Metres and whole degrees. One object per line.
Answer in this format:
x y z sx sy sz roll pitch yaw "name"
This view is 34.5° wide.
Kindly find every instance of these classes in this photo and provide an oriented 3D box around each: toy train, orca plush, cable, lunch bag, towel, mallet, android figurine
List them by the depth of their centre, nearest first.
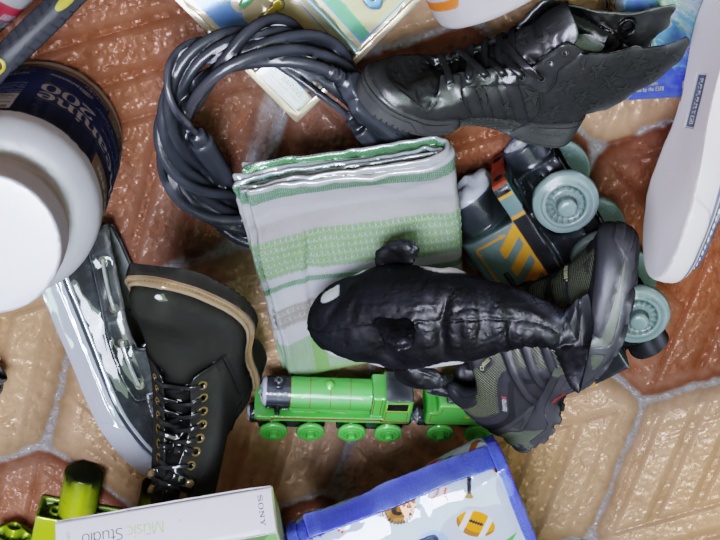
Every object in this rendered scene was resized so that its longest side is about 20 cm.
-0.164 -0.188 0.695 0.199 0.041 0.066 -39 110 -10 "mallet"
0.045 0.048 0.747 0.198 0.071 0.106 17 118 21 "orca plush"
-0.057 -0.085 0.781 0.199 0.051 0.163 31 125 -34 "cable"
0.000 0.000 0.811 0.147 0.031 0.201 -7 134 2 "towel"
0.143 -0.003 0.839 0.113 0.085 0.201 -30 112 18 "toy train"
0.048 0.212 0.858 0.168 0.125 0.201 -22 140 1 "lunch bag"
0.013 0.102 0.880 0.197 0.042 0.057 2 140 -7 "toy train"
-0.208 0.252 0.930 0.180 0.041 0.202 13 109 -11 "android figurine"

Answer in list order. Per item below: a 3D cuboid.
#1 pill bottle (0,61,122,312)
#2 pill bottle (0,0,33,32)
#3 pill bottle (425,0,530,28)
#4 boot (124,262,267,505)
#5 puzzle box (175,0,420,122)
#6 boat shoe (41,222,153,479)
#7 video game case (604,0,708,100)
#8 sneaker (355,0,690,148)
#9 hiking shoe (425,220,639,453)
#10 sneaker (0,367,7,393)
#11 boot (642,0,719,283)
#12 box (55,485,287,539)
-0.210 -0.053 0.715 0.109 0.200 0.112 -2 113 -5 "pill bottle"
-0.304 -0.150 0.715 0.199 0.111 0.111 -39 111 11 "pill bottle"
0.051 -0.262 0.702 0.113 0.114 0.201 -29 113 7 "pill bottle"
-0.117 0.091 0.767 0.077 0.140 0.200 8 157 18 "boot"
-0.064 -0.213 0.759 0.133 0.025 0.200 -43 110 11 "puzzle box"
-0.165 0.061 0.836 0.070 0.072 0.202 -21 111 8 "boat shoe"
0.265 -0.214 0.781 0.197 0.046 0.183 -5 112 -3 "video game case"
0.103 -0.134 0.738 0.198 0.061 0.105 5 141 -25 "sneaker"
0.114 0.041 0.785 0.100 0.076 0.201 23 127 -3 "hiking shoe"
-0.298 0.098 0.840 0.081 0.077 0.202 1 113 -13 "sneaker"
0.255 -0.083 0.767 0.089 0.073 0.202 9 106 -13 "boot"
-0.121 0.206 0.817 0.142 0.037 0.201 -9 154 -4 "box"
